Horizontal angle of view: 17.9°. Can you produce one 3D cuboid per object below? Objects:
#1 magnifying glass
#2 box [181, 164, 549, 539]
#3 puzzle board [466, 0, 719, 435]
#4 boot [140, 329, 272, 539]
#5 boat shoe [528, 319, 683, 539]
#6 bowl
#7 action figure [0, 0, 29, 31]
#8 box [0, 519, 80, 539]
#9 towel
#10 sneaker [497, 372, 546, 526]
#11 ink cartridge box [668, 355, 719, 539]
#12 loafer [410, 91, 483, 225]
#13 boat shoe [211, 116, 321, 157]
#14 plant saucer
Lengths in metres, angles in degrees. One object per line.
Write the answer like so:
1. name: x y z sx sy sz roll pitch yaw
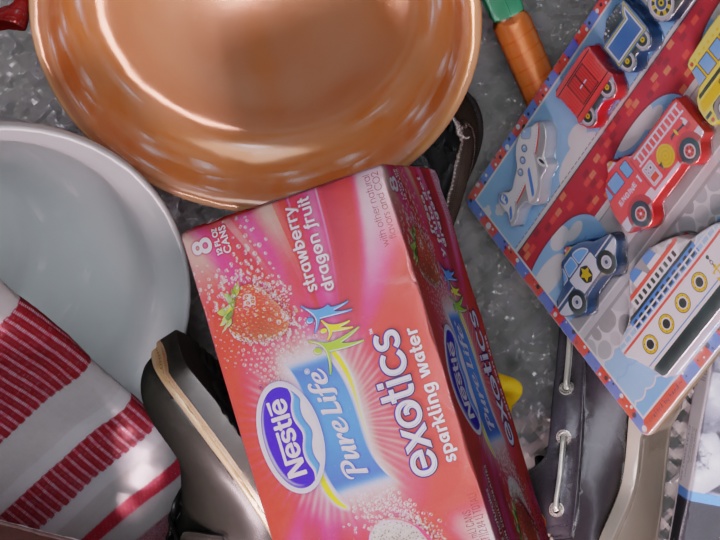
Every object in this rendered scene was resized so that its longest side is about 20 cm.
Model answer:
1. magnifying glass: 0.061 -0.140 1.087 0.022 0.080 0.201 -26 101 2
2. box: 0.006 0.063 0.999 0.099 0.095 0.202 -18 86 16
3. puzzle board: 0.134 -0.046 1.017 0.151 0.017 0.201 54 131 26
4. boot: -0.086 0.138 1.061 0.138 0.078 0.201 -27 115 6
5. boat shoe: 0.109 0.102 1.096 0.062 0.073 0.202 13 91 26
6. bowl: -0.186 0.007 1.063 0.199 0.090 0.203 -10 120 -18
7. action figure: -0.126 -0.200 1.088 0.065 0.051 0.202 27 77 -36
8. box: -0.184 0.226 0.966 0.163 0.167 0.201 14 50 6
9. towel: -0.159 0.106 1.062 0.144 0.023 0.200 -42 125 2
10. sneaker: 0.049 0.146 1.064 0.077 0.073 0.202 -1 97 34
11. ink cartridge box: 0.254 0.097 1.096 0.198 0.043 0.200 9 91 0
12. loafer: 0.000 0.000 1.085 0.072 0.071 0.202 19 91 1
13. boat shoe: -0.014 -0.138 1.088 0.063 0.071 0.202 18 99 2
14. plant saucer: -0.045 -0.116 1.009 0.198 0.038 0.201 1 128 1
